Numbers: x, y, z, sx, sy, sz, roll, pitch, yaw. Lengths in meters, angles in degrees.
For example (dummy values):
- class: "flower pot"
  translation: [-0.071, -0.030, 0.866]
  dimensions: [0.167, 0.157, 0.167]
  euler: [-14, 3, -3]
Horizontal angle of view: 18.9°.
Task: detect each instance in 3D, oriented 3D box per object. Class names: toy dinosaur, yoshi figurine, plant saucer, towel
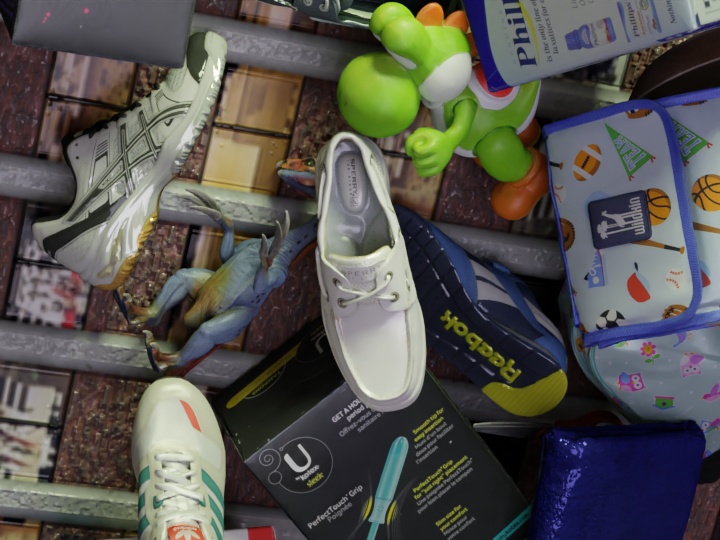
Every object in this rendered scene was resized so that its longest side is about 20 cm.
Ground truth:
- class: "toy dinosaur"
  translation: [-0.091, -0.001, 1.605]
  dimensions: [0.181, 0.105, 0.200]
  euler: [-26, 148, -16]
- class: "yoshi figurine"
  translation: [0.052, -0.112, 1.549]
  dimensions: [0.200, 0.112, 0.112]
  euler: [40, 64, -43]
- class: "plant saucer"
  translation: [0.287, -0.145, 1.599]
  dimensions: [0.199, 0.200, 0.035]
  euler: [-9, 73, -13]
- class: "towel"
  translation: [0.178, 0.207, 1.626]
  dimensions: [0.147, 0.050, 0.201]
  euler: [-1, 112, -34]

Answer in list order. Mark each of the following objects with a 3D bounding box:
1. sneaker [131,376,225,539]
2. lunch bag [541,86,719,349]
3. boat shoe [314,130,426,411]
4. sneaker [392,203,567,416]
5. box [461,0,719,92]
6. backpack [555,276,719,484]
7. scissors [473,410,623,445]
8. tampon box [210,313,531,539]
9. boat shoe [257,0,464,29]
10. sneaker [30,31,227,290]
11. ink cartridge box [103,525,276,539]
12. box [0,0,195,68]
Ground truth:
- class: "sneaker"
  translation: [-0.123, 0.174, 1.526]
  dimensions: [0.070, 0.093, 0.201]
  euler: [2, 83, -14]
- class: "lunch bag"
  translation: [0.238, -0.041, 1.540]
  dimensions: [0.199, 0.124, 0.171]
  euler: [-9, 83, -2]
- class: "boat shoe"
  translation: [0.000, 0.000, 1.515]
  dimensions: [0.071, 0.069, 0.201]
  euler: [-12, 84, 3]
- class: "sneaker"
  translation: [0.080, 0.024, 1.649]
  dimensions: [0.200, 0.082, 0.074]
  euler: [45, 119, -7]
- class: "box"
  translation: [0.199, -0.208, 1.482]
  dimensions: [0.184, 0.200, 0.105]
  euler: [-20, 95, -40]
- class: "backpack"
  translation: [0.250, 0.057, 1.673]
  dimensions: [0.200, 0.127, 0.167]
  euler: [41, 98, -21]
- class: "scissors"
  translation: [0.148, 0.120, 1.671]
  dimensions: [0.073, 0.014, 0.200]
  euler: [-38, 150, 11]
- class: "tampon box"
  translation: [0.011, 0.144, 1.635]
  dimensions: [0.150, 0.126, 0.200]
  euler: [-38, 114, -1]
- class: "boat shoe"
  translation: [-0.015, -0.211, 1.537]
  dimensions: [0.199, 0.062, 0.073]
  euler: [12, 104, -20]
- class: "sneaker"
  translation: [-0.165, -0.089, 1.533]
  dimensions: [0.087, 0.076, 0.201]
  euler: [28, 90, -4]
- class: "ink cartridge box"
  translation: [-0.131, 0.233, 1.626]
  dimensions: [0.199, 0.116, 0.068]
  euler: [-3, 80, -16]
- class: "box"
  translation: [-0.167, -0.250, 1.456]
  dimensions: [0.122, 0.106, 0.201]
  euler: [6, 108, -17]
